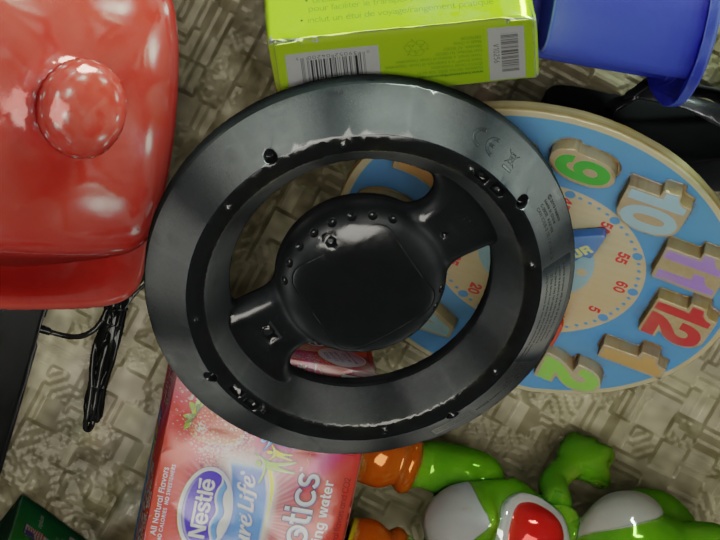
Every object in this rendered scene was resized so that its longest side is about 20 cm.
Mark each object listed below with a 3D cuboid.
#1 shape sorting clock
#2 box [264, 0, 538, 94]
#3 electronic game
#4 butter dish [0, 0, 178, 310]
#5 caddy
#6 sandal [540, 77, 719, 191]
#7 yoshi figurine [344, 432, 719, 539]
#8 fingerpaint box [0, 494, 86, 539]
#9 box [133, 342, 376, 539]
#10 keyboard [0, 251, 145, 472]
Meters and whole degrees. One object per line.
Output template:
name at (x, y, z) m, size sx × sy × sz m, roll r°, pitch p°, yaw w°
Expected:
shape sorting clock at (0.085, -0.006, 1.429) m, size 0.199 × 0.039 × 0.200 m, roll 6°, pitch 139°, yaw 5°
box at (0.013, -0.171, 1.374) m, size 0.122 × 0.200 × 0.048 m, roll -6°, pitch 142°, yaw 1°
electronic game at (0.000, 0.000, 1.360) m, size 0.199 × 0.042 × 0.200 m, roll -3°, pitch 121°, yaw -5°
butter dish at (-0.156, -0.077, 1.356) m, size 0.200 × 0.148 × 0.200 m, roll 2°, pitch 93°, yaw -32°
caddy at (0.132, -0.177, 1.373) m, size 0.105 × 0.141 × 0.201 m, roll 3°, pitch 94°, yaw -9°
sandal at (0.180, -0.068, 1.447) m, size 0.200 × 0.076 × 0.043 m, roll 9°, pitch 115°, yaw -15°
yoshi figurine at (0.092, 0.136, 1.489) m, size 0.199 × 0.112 × 0.113 m, roll 12°, pitch 129°, yaw 1°
fingerpaint box at (-0.197, 0.219, 1.439) m, size 0.073 × 0.200 × 0.167 m, roll 37°, pitch 101°, yaw -9°
box at (-0.060, 0.122, 1.473) m, size 0.099 × 0.095 × 0.201 m, roll 10°, pitch 103°, yaw -6°
keyboard at (-0.172, 0.025, 1.484) m, size 0.127 × 0.021 × 0.200 m, roll 17°, pitch 104°, yaw 0°
